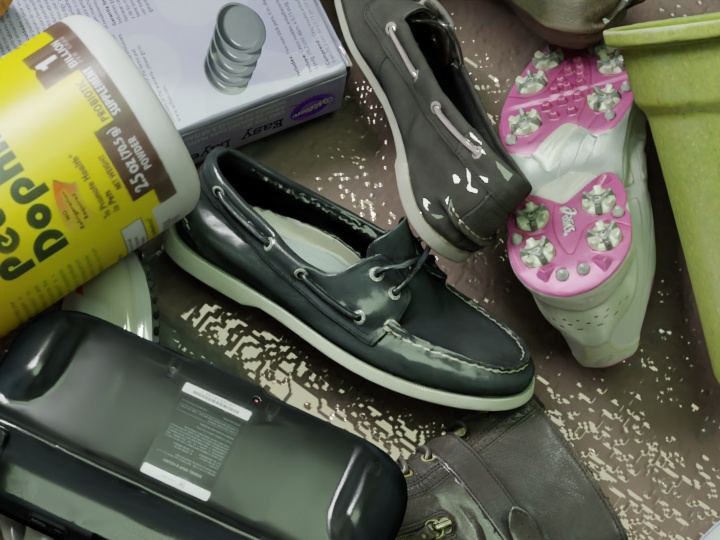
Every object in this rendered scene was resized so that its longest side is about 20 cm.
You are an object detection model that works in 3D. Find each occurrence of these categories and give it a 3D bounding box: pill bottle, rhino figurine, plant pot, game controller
[{"bbox_3d":[-0.181,-0.024,1.352,0.200,0.109,0.109,-34,75,-9],"label":"pill bottle"},{"bbox_3d":[0.076,-0.184,1.519,0.087,0.060,0.200,-33,56,-25],"label":"rhino figurine"},{"bbox_3d":[0.226,-0.037,1.412,0.199,0.200,0.185,-8,95,-12],"label":"plant pot"},{"bbox_3d":[-0.080,0.092,1.327,0.199,0.042,0.105,25,58,7],"label":"game controller"}]

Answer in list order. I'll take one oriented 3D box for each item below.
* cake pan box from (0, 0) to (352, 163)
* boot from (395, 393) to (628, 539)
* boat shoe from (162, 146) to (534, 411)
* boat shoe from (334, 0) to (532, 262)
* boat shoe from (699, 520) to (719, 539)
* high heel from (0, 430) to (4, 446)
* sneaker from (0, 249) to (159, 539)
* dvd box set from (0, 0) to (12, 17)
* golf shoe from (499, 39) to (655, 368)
[{"bbox_3d":[-0.128,-0.143,1.481,0.183,0.052,0.201,-22,71,-15],"label":"cake pan box"},{"bbox_3d":[0.016,0.105,1.399,0.174,0.069,0.200,-35,76,-27],"label":"boot"},{"bbox_3d":[0.001,-0.001,1.416,0.199,0.066,0.074,29,31,16],"label":"boat shoe"},{"bbox_3d":[0.039,-0.091,1.455,0.057,0.067,0.201,-37,47,23],"label":"boat shoe"},{"bbox_3d":[0.163,0.191,1.368,0.073,0.067,0.201,21,65,12],"label":"boat shoe"},{"bbox_3d":[-0.259,0.128,1.307,0.199,0.071,0.143,1,64,32],"label":"high heel"},{"bbox_3d":[-0.145,0.071,1.377,0.093,0.070,0.201,3,69,-14],"label":"sneaker"},{"bbox_3d":[-0.283,-0.092,1.422,0.146,0.029,0.200,30,76,14],"label":"dvd box set"},{"bbox_3d":[0.113,-0.037,1.470,0.075,0.092,0.201,-8,43,18],"label":"golf shoe"}]
